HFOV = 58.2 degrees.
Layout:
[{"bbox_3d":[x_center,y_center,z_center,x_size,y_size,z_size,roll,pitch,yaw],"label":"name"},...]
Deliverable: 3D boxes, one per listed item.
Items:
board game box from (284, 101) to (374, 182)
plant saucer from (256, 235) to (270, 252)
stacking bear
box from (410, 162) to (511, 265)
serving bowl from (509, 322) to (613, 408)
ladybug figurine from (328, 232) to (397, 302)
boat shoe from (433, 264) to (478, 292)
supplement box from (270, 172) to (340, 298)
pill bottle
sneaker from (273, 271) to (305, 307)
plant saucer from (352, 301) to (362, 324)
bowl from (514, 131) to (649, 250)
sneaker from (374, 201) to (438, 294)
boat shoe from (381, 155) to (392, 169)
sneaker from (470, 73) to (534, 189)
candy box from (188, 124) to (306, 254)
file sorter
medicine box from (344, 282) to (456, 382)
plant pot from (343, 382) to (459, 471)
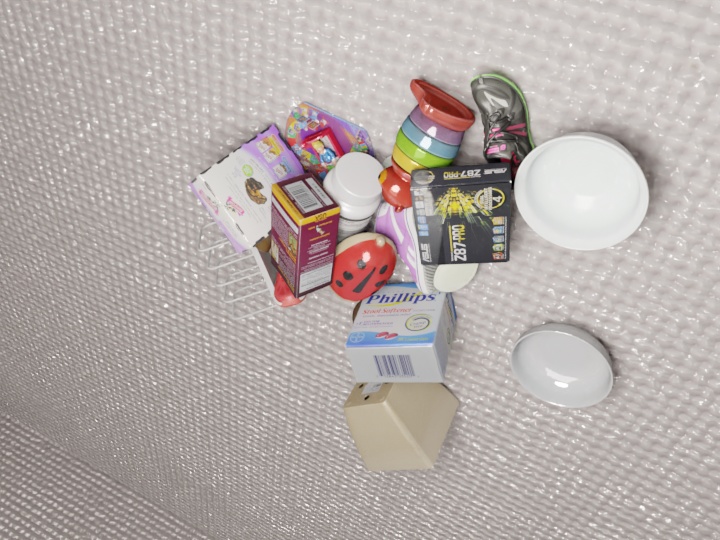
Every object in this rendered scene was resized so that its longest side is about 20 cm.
[{"bbox_3d":[-0.071,-0.225,1.255,0.198,0.039,0.159,27,136,11],"label":"board game box"},{"bbox_3d":[-0.238,-0.132,1.364,0.035,0.200,0.201,-33,108,9],"label":"plant saucer"},{"bbox_3d":[0.097,-0.194,1.088,0.113,0.122,0.201,16,123,-22],"label":"stacking bear"},{"bbox_3d":[0.172,-0.089,1.089,0.159,0.050,0.201,-1,142,11],"label":"box"},{"bbox_3d":[0.399,0.176,1.273,0.198,0.066,0.202,18,133,20],"label":"serving bowl"},{"bbox_3d":[0.000,0.000,1.268,0.134,0.073,0.200,11,144,-17],"label":"ladybug figurine"},{"bbox_3d":[0.193,-0.037,1.230,0.071,0.061,0.203,14,137,-9],"label":"boat shoe"},{"bbox_3d":[-0.106,-0.062,1.203,0.111,0.085,0.201,51,149,33],"label":"supplement box"},{"bbox_3d":[-0.027,-0.128,1.229,0.113,0.114,0.200,35,149,1],"label":"pill bottle"},{"bbox_3d":[-0.165,-0.013,1.395,0.077,0.201,0.117,-15,119,-1],"label":"sneaker"},{"bbox_3d":[0.063,0.148,1.489,0.198,0.037,0.202,17,132,20],"label":"plant saucer"},{"bbox_3d":[0.352,-0.139,1.019,0.199,0.091,0.203,18,134,19],"label":"bowl"},{"bbox_3d":[0.090,-0.049,1.287,0.113,0.073,0.202,2,118,37],"label":"sneaker"},{"bbox_3d":[0.125,-0.149,1.174,0.199,0.076,0.060,32,180,27],"label":"boat shoe"},{"bbox_3d":[0.230,-0.219,1.034,0.076,0.084,0.201,-11,119,38],"label":"sneaker"},{"bbox_3d":[-0.204,-0.159,1.266,0.169,0.200,0.071,56,148,-12],"label":"candy box"},{"bbox_3d":[-0.268,-0.011,1.460,0.123,0.139,0.202,-19,121,1],"label":"file sorter"},{"bbox_3d":[0.086,0.122,1.308,0.180,0.201,0.104,-4,125,20],"label":"medicine box"},{"bbox_3d":[0.079,0.322,1.502,0.199,0.200,0.178,-18,116,41],"label":"plant pot"}]
